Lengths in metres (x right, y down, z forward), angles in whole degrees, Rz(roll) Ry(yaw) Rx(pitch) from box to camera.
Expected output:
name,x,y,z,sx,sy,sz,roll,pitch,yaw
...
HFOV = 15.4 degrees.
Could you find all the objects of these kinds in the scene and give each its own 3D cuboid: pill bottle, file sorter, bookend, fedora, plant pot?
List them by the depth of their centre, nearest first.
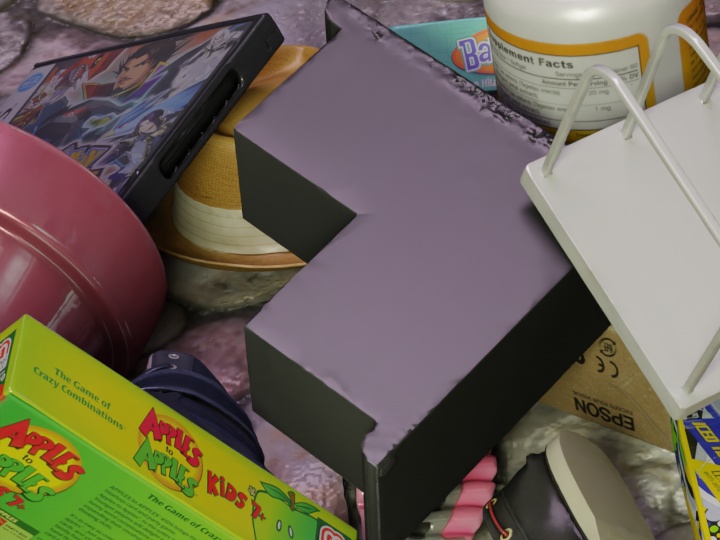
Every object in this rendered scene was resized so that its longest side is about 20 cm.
name,x,y,z,sx,sy,sz,roll,pitch,yaw
file sorter,0.201,-0.054,1.207,0.199,0.125,0.139,-25,69,-19
bookend,0.000,0.000,1.291,0.198,0.092,0.200,34,63,23
pill bottle,0.121,-0.117,1.350,0.110,0.201,0.111,-8,34,5
plant pot,-0.225,0.042,1.391,0.199,0.200,0.180,7,54,26
fedora,-0.053,-0.076,1.563,0.199,0.082,0.201,-2,31,1

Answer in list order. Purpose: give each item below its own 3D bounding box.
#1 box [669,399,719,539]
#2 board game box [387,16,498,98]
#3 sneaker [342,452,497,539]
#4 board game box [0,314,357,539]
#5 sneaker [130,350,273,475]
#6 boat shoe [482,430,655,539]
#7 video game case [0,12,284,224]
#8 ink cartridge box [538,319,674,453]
name,x,y,z,sx,sy,sz,roll,pitch,yaw
box,0.191,0.125,1.236,0.070,0.065,0.200,-10,35,3
board game box,0.106,-0.118,1.533,0.151,0.045,0.200,-5,-1,10
sneaker,0.014,0.082,1.355,0.079,0.095,0.201,15,51,-21
board game box,-0.108,0.110,1.208,0.101,0.200,0.048,-35,33,33
sneaker,-0.136,0.078,1.321,0.202,0.077,0.146,25,13,-18
boat shoe,0.112,0.164,1.212,0.063,0.074,0.202,-43,41,18
video game case,-0.161,-0.071,1.523,0.199,0.026,0.181,-8,36,41
ink cartridge box,0.137,0.000,1.423,0.199,0.075,0.165,20,44,39
